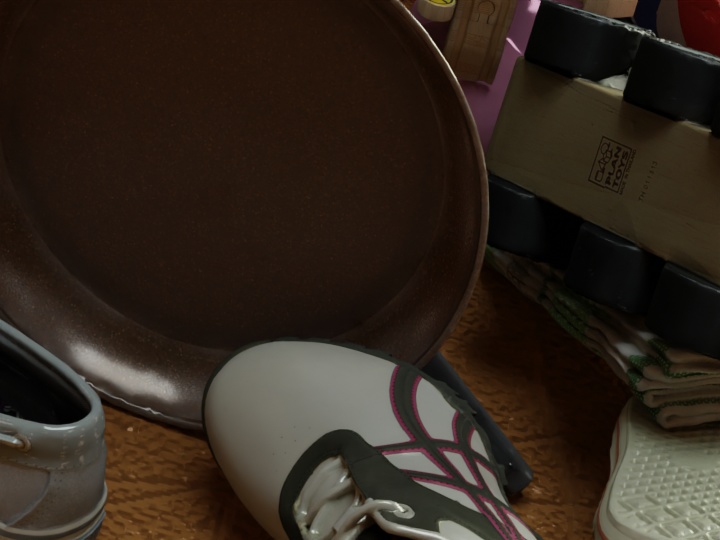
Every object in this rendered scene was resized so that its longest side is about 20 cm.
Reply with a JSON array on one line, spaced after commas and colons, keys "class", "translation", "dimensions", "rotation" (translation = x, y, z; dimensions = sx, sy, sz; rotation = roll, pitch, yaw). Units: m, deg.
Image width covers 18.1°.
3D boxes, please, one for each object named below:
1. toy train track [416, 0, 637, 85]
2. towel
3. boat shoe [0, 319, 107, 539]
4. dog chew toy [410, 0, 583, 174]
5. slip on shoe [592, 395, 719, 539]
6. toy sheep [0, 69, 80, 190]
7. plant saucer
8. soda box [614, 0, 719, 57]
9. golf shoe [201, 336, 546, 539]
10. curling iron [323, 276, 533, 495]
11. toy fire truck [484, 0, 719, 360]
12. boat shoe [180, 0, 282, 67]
[{"class": "toy train track", "translation": [0.012, -0.125, 0.872], "dimensions": [0.199, 0.115, 0.033], "rotation": [11, 33, -5]}, {"class": "towel", "translation": [0.138, 0.017, 0.896], "dimensions": [0.149, 0.031, 0.200], "rotation": [5, 16, -20]}, {"class": "boat shoe", "translation": [-0.160, 0.019, 0.760], "dimensions": [0.200, 0.072, 0.070], "rotation": [32, 36, 22]}, {"class": "dog chew toy", "translation": [0.075, -0.094, 0.997], "dimensions": [0.124, 0.125, 0.200], "rotation": [31, 43, 21]}, {"class": "slip on shoe", "translation": [0.121, 0.086, 0.805], "dimensions": [0.074, 0.061, 0.200], "rotation": [10, 18, 14]}, {"class": "toy sheep", "translation": [-0.103, -0.074, 0.865], "dimensions": [0.200, 0.138, 0.138], "rotation": [21, 26, -36]}, {"class": "plant saucer", "translation": [-0.052, -0.036, 0.772], "dimensions": [0.199, 0.201, 0.032], "rotation": [19, 31, 4]}, {"class": "soda box", "translation": [0.147, -0.118, 0.945], "dimensions": [0.071, 0.063, 0.200], "rotation": [-41, 104, -33]}, {"class": "golf shoe", "translation": [0.011, 0.079, 0.712], "dimensions": [0.200, 0.077, 0.088], "rotation": [38, 8, 33]}, {"class": "curling iron", "translation": [0.000, 0.000, 0.812], "dimensions": [0.200, 0.049, 0.026], "rotation": [56, 38, -7]}, {"class": "toy fire truck", "translation": [0.171, -0.039, 0.856], "dimensions": [0.199, 0.129, 0.176], "rotation": [11, 11, -34]}, {"class": "boat shoe", "translation": [-0.043, -0.161, 0.817], "dimensions": [0.072, 0.065, 0.201], "rotation": [0, 54, 4]}]
